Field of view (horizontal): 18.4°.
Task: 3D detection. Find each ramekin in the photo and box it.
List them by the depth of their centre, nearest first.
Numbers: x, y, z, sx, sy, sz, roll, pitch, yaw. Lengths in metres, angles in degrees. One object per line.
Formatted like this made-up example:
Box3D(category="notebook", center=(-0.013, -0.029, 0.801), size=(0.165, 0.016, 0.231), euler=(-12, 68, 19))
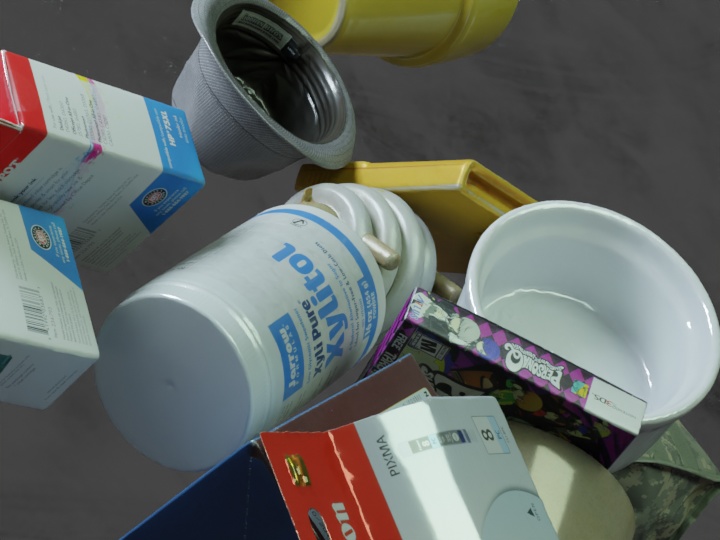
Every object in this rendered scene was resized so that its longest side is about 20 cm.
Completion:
Box3D(category="ramekin", center=(0.158, 0.056, 1.652), size=(0.199, 0.098, 0.202), euler=(11, 49, -13))

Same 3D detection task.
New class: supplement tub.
Box3D(category="supplement tub", center=(-0.079, 0.043, 1.539), size=(0.132, 0.132, 0.200), euler=(51, 34, 1))

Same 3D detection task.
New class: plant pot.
Box3D(category="plant pot", center=(0.078, 0.236, 1.525), size=(0.187, 0.187, 0.201), euler=(38, 47, -19))
Box3D(category="plant pot", center=(0.012, -0.269, 1.955), size=(0.188, 0.201, 0.202), euler=(-19, 72, -41))

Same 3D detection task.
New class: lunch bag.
Box3D(category="lunch bag", center=(0.164, 0.130, 1.762), size=(0.199, 0.118, 0.164), euler=(18, 26, -40))

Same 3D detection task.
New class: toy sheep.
Box3D(category="toy sheep", center=(0.000, 0.000, 1.701), size=(0.200, 0.137, 0.139), euler=(35, 31, -51))

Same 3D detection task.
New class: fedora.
Box3D(category="fedora", center=(-0.090, -0.133, 1.758), size=(0.177, 0.090, 0.200), euler=(44, 25, -13))

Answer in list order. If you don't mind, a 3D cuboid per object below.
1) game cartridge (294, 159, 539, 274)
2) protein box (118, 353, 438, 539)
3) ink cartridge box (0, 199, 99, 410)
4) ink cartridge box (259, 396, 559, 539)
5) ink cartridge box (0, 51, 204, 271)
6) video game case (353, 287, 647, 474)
Box3D(category="game cartridge", center=(0.071, -0.041, 1.780), size=(0.176, 0.199, 0.033), euler=(30, 74, -38))
Box3D(category="protein box", center=(-0.043, 0.178, 1.381), size=(0.135, 0.198, 0.200), euler=(56, 31, 6))
Box3D(category="ink cartridge box", center=(-0.270, 0.008, 1.397), size=(0.199, 0.067, 0.117), euler=(16, 44, -43))
Box3D(category="ink cartridge box", center=(0.043, 0.152, 1.282), size=(0.199, 0.047, 0.161), euler=(5, 57, -55))
Box3D(category="ink cartridge box", center=(-0.219, -0.074, 1.488), size=(0.199, 0.116, 0.068), euler=(17, 45, -44))
Box3D(category="video game case", center=(0.081, 0.113, 1.572), size=(0.180, 0.200, 0.036), euler=(27, 51, -5))
